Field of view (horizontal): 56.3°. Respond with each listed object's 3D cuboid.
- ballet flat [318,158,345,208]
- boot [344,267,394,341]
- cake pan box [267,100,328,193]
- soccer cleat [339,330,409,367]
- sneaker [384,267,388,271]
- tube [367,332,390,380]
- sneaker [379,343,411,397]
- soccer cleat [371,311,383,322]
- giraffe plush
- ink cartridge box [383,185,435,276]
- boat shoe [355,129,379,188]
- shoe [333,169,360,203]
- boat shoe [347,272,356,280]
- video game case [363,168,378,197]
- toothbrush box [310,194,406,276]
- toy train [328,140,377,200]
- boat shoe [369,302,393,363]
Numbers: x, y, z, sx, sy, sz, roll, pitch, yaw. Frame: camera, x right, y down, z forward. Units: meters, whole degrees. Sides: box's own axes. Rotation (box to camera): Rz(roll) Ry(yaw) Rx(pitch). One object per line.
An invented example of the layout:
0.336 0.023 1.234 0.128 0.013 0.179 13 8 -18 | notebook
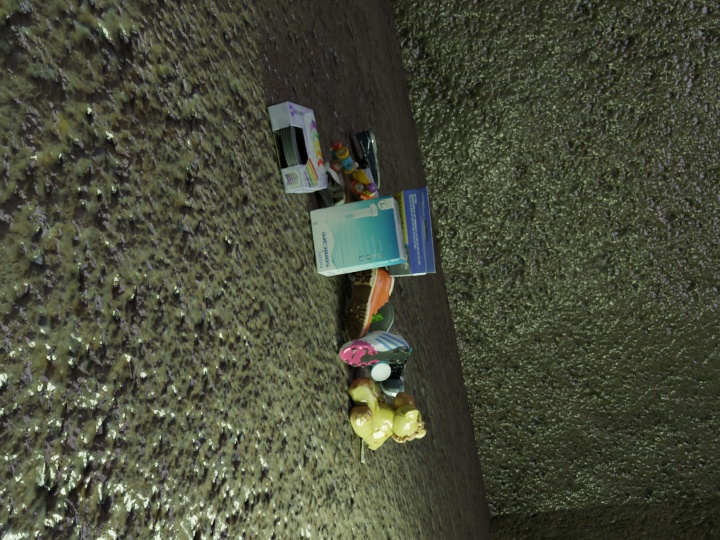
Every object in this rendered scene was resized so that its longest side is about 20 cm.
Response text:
-0.070 -0.187 1.638 0.201 0.063 0.068 66 17 -45 | ballet flat
0.028 0.085 1.677 0.107 0.075 0.203 21 83 -45 | boot
-0.134 -0.264 1.465 0.200 0.052 0.187 -25 103 -76 | cake pan box
0.027 0.185 1.640 0.070 0.198 0.087 -63 -142 31 | soccer cleat
0.082 -0.076 1.903 0.070 0.089 0.202 72 0 -52 | sneaker
0.031 0.210 1.747 0.200 0.050 0.078 -116 -167 -63 | tube
0.102 0.264 1.914 0.200 0.082 0.122 -84 -179 -68 | sneaker
0.032 0.057 1.841 0.068 0.080 0.202 62 22 -51 | soccer cleat
0.072 0.354 1.632 0.172 0.160 0.203 29 52 -73 | giraffe plush
0.108 -0.087 1.594 0.200 0.046 0.201 172 -88 -72 | ink cartridge box
0.024 -0.344 2.119 0.075 0.061 0.202 -108 -174 -48 | boat shoe
-0.036 -0.198 1.752 0.070 0.053 0.202 41 30 -39 | shoe
-0.001 -0.001 1.780 0.074 0.067 0.202 38 38 -66 | boat shoe
0.021 -0.147 1.820 0.182 0.023 0.203 133 -58 -69 | video game case
-0.005 -0.077 1.543 0.085 0.197 0.149 26 55 -75 | toothbrush box
-0.024 -0.222 1.663 0.201 0.055 0.150 52 -9 -6 | toy train
0.059 0.182 1.901 0.061 0.071 0.203 70 24 -49 | boat shoe
